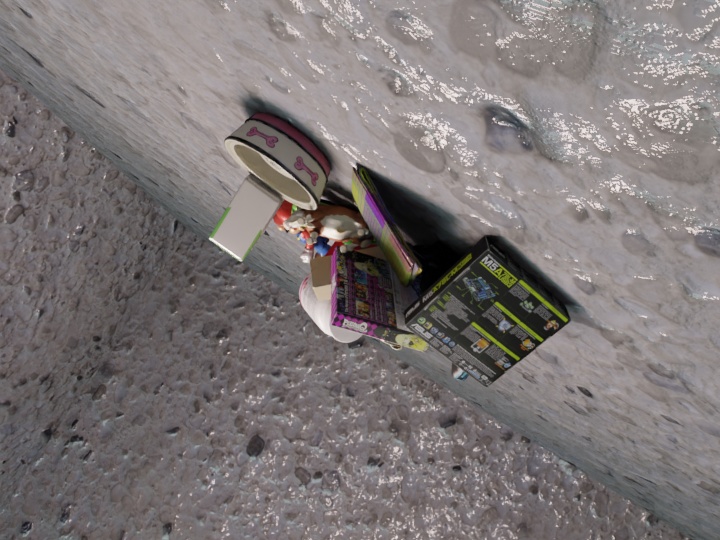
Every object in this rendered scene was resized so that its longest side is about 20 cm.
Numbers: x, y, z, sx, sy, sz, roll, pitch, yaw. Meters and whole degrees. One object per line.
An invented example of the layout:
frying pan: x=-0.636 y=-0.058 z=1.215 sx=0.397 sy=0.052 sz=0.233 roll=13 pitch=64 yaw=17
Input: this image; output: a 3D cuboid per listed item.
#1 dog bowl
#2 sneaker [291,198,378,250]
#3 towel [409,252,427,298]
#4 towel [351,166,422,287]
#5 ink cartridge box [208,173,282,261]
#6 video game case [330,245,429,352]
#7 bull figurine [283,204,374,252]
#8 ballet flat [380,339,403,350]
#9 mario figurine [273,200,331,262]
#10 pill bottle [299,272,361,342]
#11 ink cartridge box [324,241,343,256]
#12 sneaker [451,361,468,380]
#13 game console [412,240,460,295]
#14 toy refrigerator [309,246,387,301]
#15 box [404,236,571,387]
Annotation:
dog bowl: x=-0.139 y=-0.195 z=1.081 sx=0.198 sy=0.075 sz=0.200 roll=33 pitch=170 yaw=6
sneaker: x=-0.043 y=-0.105 z=1.254 sx=0.197 sy=0.078 sz=0.084 roll=26 pitch=-157 yaw=6
towel: x=0.133 y=0.035 z=1.132 sx=0.143 sy=0.024 sz=0.202 roll=24 pitch=-154 yaw=-37
towel: x=0.041 y=-0.069 z=1.031 sx=0.203 sy=0.022 sz=0.144 roll=60 pitch=172 yaw=11
ink cartridge box: x=-0.221 y=-0.124 z=1.262 sx=0.083 sy=0.147 sz=0.200 roll=33 pitch=-166 yaw=-8
video game case: x=0.034 y=0.046 z=1.098 sx=0.177 sy=0.036 sz=0.202 roll=17 pitch=-147 yaw=-14
bull figurine: x=-0.059 y=-0.086 z=1.159 sx=0.195 sy=0.067 sz=0.122 roll=6 pitch=-156 yaw=8
ballet flat: x=0.058 y=0.117 z=1.308 sx=0.067 sy=0.064 sz=0.201 roll=26 pitch=164 yaw=34
mario figurine: x=-0.150 y=-0.096 z=1.463 sx=0.122 sy=0.107 sz=0.200 roll=28 pitch=167 yaw=38
pill bottle: x=-0.059 y=0.077 z=1.357 sx=0.113 sy=0.114 sz=0.200 roll=38 pitch=180 yaw=-27
ink cartridge box: x=-0.015 y=-0.015 z=1.398 sx=0.174 sy=0.085 sz=0.200 roll=37 pitch=180 yaw=-19
sneaker: x=0.194 y=0.123 z=1.170 sx=0.072 sy=0.083 sz=0.201 roll=23 pitch=-150 yaw=-4
game console: x=0.178 y=0.048 z=1.127 sx=0.198 sy=0.178 sz=0.116 roll=35 pitch=141 yaw=-14
toy refrigerator: x=0.000 y=0.000 z=1.242 sx=0.195 sy=0.072 sz=0.076 roll=-11 pitch=156 yaw=2
box: x=0.203 y=0.074 z=0.991 sx=0.198 sy=0.193 sz=0.048 roll=36 pitch=-155 yaw=-18
